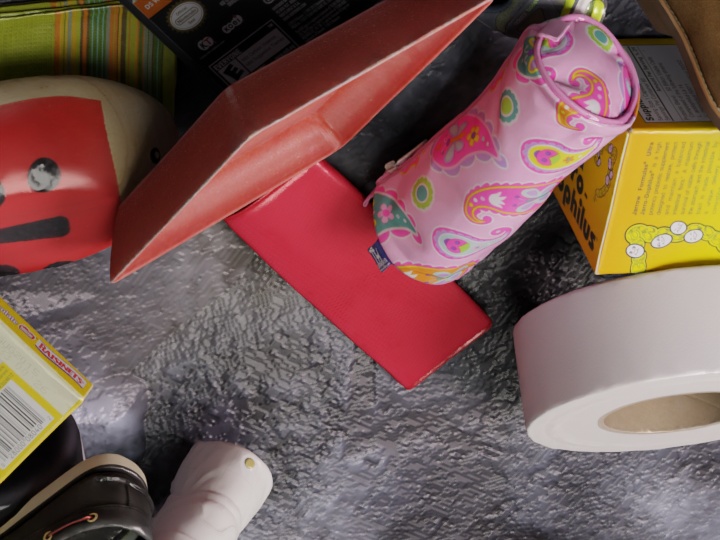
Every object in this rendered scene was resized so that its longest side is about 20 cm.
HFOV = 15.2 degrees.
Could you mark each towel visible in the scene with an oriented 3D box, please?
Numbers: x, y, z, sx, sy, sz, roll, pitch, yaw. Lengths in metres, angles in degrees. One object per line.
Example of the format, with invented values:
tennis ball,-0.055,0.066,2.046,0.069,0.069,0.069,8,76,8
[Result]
towel,-0.205,-0.115,1.577,0.199,0.018,0.086,-7,127,-12

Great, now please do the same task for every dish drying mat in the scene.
dish drying mat,0.000,0.000,1.728,0.077,0.018,0.200,-39,128,11

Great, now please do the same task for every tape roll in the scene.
tape roll,0.201,0.059,1.736,0.201,0.071,0.203,-6,163,-2

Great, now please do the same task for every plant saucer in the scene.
plant saucer,-0.044,-0.086,1.533,0.200,0.037,0.200,-33,175,-36

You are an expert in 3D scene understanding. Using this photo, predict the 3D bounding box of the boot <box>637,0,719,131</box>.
boot,0.236,-0.130,1.588,0.073,0.200,0.075,-9,150,-49

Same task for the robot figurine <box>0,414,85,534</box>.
robot figurine,-0.229,0.155,1.702,0.124,0.150,0.201,-21,130,-18

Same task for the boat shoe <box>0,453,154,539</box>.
boat shoe,-0.202,0.195,1.625,0.201,0.063,0.074,-42,126,19

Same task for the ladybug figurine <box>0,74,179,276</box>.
ladybug figurine,-0.201,-0.048,1.583,0.199,0.072,0.136,-12,140,-4

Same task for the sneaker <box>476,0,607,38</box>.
sneaker,0.117,-0.214,1.572,0.081,0.074,0.201,6,122,-18

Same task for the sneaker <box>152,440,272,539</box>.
sneaker,-0.118,0.181,1.789,0.074,0.116,0.200,38,147,-9

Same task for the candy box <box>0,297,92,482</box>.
candy box,-0.255,0.098,1.576,0.102,0.026,0.200,45,115,-4

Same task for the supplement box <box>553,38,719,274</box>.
supplement box,0.232,-0.073,1.687,0.199,0.109,0.110,-1,126,-16

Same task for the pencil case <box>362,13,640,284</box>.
pencil case,0.082,-0.070,1.623,0.087,0.088,0.200,17,142,-27

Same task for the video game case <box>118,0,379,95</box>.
video game case,-0.062,-0.204,1.490,0.200,0.026,0.181,-34,115,30
